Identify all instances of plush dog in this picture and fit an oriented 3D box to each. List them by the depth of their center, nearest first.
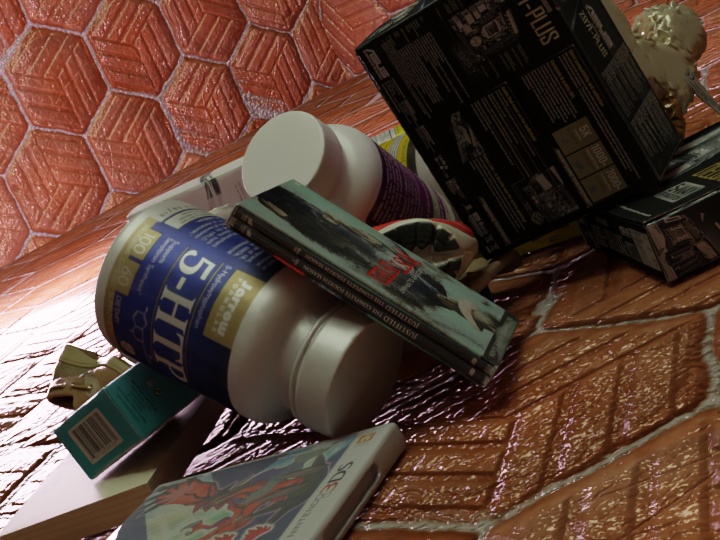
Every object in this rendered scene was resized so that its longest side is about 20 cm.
[{"bbox_3d":[0.195,-0.137,1.170,0.199,0.161,0.172,4,-27,-36],"label":"plush dog"}]

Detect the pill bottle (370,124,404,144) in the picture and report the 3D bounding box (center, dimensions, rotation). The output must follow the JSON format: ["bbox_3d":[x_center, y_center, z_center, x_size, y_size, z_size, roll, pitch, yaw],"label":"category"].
[{"bbox_3d":[0.049,-0.105,1.532,0.199,0.110,0.109,-23,12,7],"label":"pill bottle"}]

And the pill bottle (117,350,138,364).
[{"bbox_3d":[-0.154,0.032,1.291,0.111,0.112,0.200,-22,-4,13],"label":"pill bottle"}]

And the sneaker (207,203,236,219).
[{"bbox_3d":[-0.075,0.015,1.235,0.069,0.100,0.200,-35,-27,20],"label":"sneaker"}]

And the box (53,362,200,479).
[{"bbox_3d":[-0.144,0.081,1.079,0.082,0.049,0.200,-38,1,39],"label":"box"}]

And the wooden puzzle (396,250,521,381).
[{"bbox_3d":[0.017,0.050,1.089,0.185,0.046,0.200,-16,10,36],"label":"wooden puzzle"}]

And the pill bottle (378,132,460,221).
[{"bbox_3d":[0.030,-0.071,1.397,0.199,0.115,0.114,-20,12,39],"label":"pill bottle"}]

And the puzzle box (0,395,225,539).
[{"bbox_3d":[-0.189,0.155,1.080,0.133,0.026,0.200,-22,12,15],"label":"puzzle box"}]

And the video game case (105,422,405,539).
[{"bbox_3d":[-0.088,0.163,0.845,0.199,0.023,0.182,-19,13,27],"label":"video game case"}]

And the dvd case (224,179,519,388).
[{"bbox_3d":[0.014,0.003,0.941,0.022,0.200,0.146,-58,-6,15],"label":"dvd case"}]

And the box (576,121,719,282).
[{"bbox_3d":[0.261,-0.059,1.045,0.157,0.050,0.200,-26,11,-2],"label":"box"}]

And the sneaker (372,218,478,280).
[{"bbox_3d":[0.000,0.000,1.085,0.199,0.077,0.085,-7,8,23],"label":"sneaker"}]

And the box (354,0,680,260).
[{"bbox_3d":[0.121,-0.135,1.053,0.163,0.200,0.086,-26,13,34],"label":"box"}]

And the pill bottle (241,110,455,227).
[{"bbox_3d":[-0.010,-0.057,1.166,0.112,0.113,0.200,-19,-30,26],"label":"pill bottle"}]

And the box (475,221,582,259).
[{"bbox_3d":[0.164,-0.060,1.260,0.117,0.049,0.200,-18,11,24],"label":"box"}]

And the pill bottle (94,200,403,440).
[{"bbox_3d":[-0.076,0.037,0.955,0.199,0.120,0.120,23,38,28],"label":"pill bottle"}]

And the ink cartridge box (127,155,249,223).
[{"bbox_3d":[-0.141,-0.043,1.553,0.199,0.147,0.086,-23,13,8],"label":"ink cartridge box"}]

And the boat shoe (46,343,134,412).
[{"bbox_3d":[-0.226,0.117,1.254,0.200,0.071,0.065,8,68,55],"label":"boat shoe"}]
